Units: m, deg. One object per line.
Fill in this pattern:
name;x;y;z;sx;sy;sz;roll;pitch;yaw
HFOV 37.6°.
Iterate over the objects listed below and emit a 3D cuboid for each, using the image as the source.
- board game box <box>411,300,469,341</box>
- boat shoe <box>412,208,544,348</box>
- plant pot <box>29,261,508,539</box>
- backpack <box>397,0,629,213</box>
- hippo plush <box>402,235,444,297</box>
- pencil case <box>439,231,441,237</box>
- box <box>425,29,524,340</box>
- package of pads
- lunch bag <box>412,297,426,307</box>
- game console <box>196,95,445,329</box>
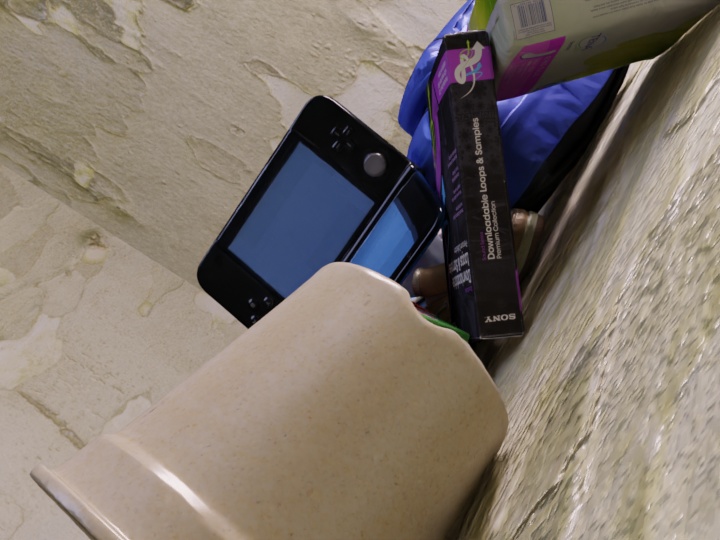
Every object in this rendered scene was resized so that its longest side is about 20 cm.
board game box;0.007;0.094;0.802;0.200;0.040;0.155;-152;84;-75
boat shoe;0.077;0.021;0.874;0.201;0.076;0.072;-60;-2;33
plant pot;-0.028;0.104;0.532;0.184;0.200;0.201;-46;-5;-20
backpack;0.114;-0.127;0.927;0.201;0.166;0.163;-56;-8;-27
hippo plush;0.000;0.000;0.983;0.160;0.158;0.203;-79;-24;-62
pencil case;0.104;-0.017;1.193;0.089;0.078;0.201;-16;38;55
box;0.078;-0.050;0.755;0.143;0.035;0.204;108;155;-85
package of pads;0.157;-0.179;0.738;0.152;0.069;0.200;-15;-1;0
lunch bag;0.057;0.071;1.027;0.200;0.094;0.151;-47;0;11
game console;-0.040;-0.017;0.837;0.201;0.170;0.118;-54;-11;12
